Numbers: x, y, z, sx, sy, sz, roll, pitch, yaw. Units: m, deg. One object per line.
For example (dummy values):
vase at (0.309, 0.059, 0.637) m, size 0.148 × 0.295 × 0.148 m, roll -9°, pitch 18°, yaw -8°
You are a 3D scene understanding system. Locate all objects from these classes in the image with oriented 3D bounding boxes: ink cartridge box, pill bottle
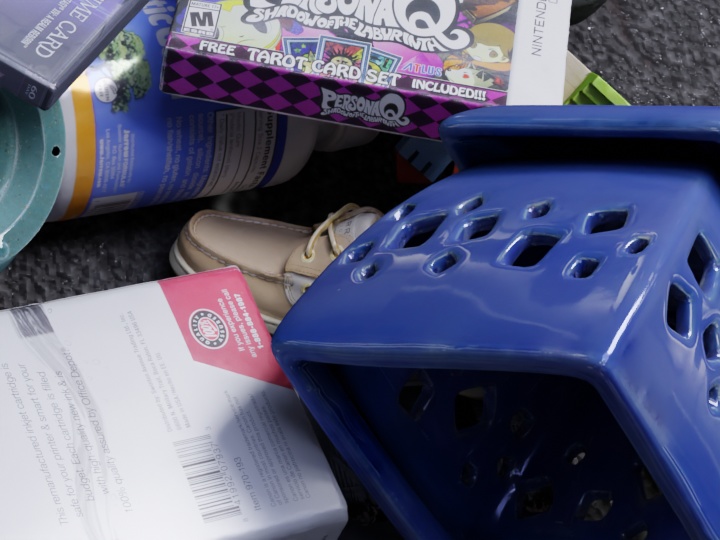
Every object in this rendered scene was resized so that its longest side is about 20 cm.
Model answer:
ink cartridge box at (-0.129, 0.094, 1.160) m, size 0.199 × 0.083 × 0.146 m, roll -11°, pitch 62°, yaw -27°
pill bottle at (-0.090, -0.094, 1.299) m, size 0.199 × 0.112 × 0.112 m, roll -11°, pitch 61°, yaw -27°

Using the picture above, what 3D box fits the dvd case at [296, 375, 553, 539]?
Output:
dvd case at (0.043, 0.129, 1.251) m, size 0.150 × 0.025 × 0.201 m, roll -2°, pitch 57°, yaw -22°

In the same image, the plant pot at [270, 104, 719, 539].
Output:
plant pot at (0.110, 0.035, 1.139) m, size 0.200 × 0.199 × 0.180 m, roll 54°, pitch 54°, yaw -35°

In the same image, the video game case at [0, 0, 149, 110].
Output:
video game case at (-0.198, -0.157, 1.120) m, size 0.199 × 0.019 × 0.143 m, roll 30°, pitch 35°, yaw 1°

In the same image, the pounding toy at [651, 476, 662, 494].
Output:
pounding toy at (0.288, 0.082, 1.276) m, size 0.199 × 0.184 × 0.143 m, roll -13°, pitch 62°, yaw -28°

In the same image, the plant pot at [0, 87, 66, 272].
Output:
plant pot at (-0.221, -0.061, 1.148) m, size 0.200 × 0.134 × 0.201 m, roll -5°, pitch 98°, yaw -41°

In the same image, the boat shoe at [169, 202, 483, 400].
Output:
boat shoe at (0.000, 0.000, 1.277) m, size 0.199 × 0.069 × 0.074 m, roll 18°, pitch 36°, yaw 4°

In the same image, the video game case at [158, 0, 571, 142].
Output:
video game case at (0.010, -0.143, 1.259) m, size 0.199 × 0.036 × 0.182 m, roll 10°, pitch 45°, yaw 0°

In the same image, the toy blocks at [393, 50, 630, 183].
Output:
toy blocks at (0.095, -0.042, 1.332) m, size 0.200 × 0.100 × 0.137 m, roll 41°, pitch 95°, yaw -8°

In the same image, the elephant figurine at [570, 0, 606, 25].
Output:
elephant figurine at (0.046, -0.171, 1.394) m, size 0.199 × 0.155 × 0.142 m, roll -19°, pitch 71°, yaw -36°
